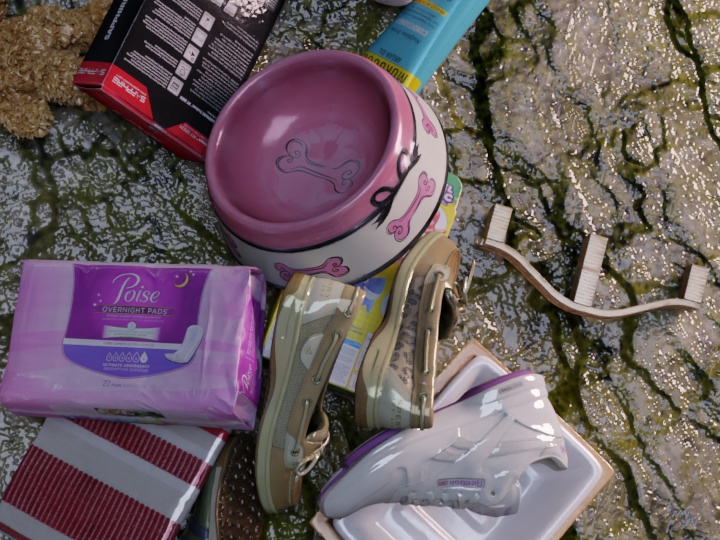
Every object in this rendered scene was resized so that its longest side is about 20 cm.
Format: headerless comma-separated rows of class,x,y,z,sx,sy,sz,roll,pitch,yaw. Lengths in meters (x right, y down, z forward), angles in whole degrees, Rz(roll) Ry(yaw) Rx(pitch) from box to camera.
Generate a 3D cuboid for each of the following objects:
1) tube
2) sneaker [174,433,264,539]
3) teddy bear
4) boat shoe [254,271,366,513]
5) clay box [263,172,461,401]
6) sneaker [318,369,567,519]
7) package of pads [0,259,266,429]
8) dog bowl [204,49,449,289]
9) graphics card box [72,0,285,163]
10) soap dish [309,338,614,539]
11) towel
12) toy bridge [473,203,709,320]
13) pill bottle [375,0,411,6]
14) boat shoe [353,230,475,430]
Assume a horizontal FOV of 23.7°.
tube,0.050,-0.195,1.446,0.077,0.050,0.200,28,75,40
sneaker,-0.130,0.227,1.335,0.089,0.067,0.201,-14,57,26
teddy bear,-0.278,-0.172,1.387,0.199,0.067,0.146,10,77,-7
boat shoe,-0.040,0.101,1.332,0.063,0.073,0.202,11,108,6
clay box,0.000,0.000,1.405,0.114,0.048,0.201,22,77,-4
sneaker,0.066,0.151,1.290,0.199,0.075,0.100,-23,82,-12
package of pads,-0.173,0.055,1.319,0.199,0.076,0.121,2,73,13
dog bowl,-0.034,-0.087,1.353,0.199,0.074,0.201,-10,60,18
graphics card box,-0.136,-0.204,1.390,0.125,0.051,0.201,33,76,-39
soap dish,0.079,0.181,1.367,0.157,0.081,0.200,43,78,1
towel,-0.184,0.142,1.344,0.143,0.023,0.201,24,78,19
toy bridge,0.190,0.003,1.440,0.199,0.027,0.068,16,79,-4
pill bottle,0.052,-0.330,1.436,0.113,0.113,0.200,36,78,0
boat shoe,0.050,0.049,1.309,0.062,0.074,0.201,9,46,15
